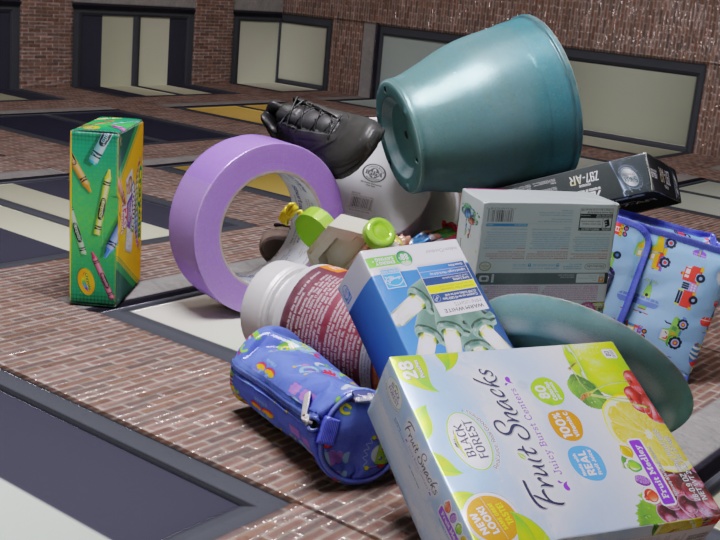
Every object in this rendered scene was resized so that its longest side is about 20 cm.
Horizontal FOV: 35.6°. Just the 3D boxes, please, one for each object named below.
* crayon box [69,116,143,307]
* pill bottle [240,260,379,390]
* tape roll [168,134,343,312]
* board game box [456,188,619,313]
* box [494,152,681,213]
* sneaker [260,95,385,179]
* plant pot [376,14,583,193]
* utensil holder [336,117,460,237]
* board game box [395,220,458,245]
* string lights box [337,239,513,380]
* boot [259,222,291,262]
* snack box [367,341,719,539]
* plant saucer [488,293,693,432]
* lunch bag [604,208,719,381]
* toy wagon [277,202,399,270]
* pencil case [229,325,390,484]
[{"bbox_3d":[-0.295,-0.071,1.304,0.058,0.201,0.119,4,15,1],"label":"crayon box"},{"bbox_3d":[-0.012,0.059,1.077,0.199,0.115,0.114,17,19,36],"label":"pill bottle"},{"bbox_3d":[-0.118,-0.053,1.298,0.199,0.201,0.066,-6,19,-36],"label":"tape roll"},{"bbox_3d":[0.162,0.025,1.096,0.147,0.201,0.064,1,15,-19],"label":"board game box"},{"bbox_3d":[0.255,-0.084,1.299,0.199,0.044,0.160,-12,-7,25],"label":"box"},{"bbox_3d":[-0.052,-0.163,1.329,0.200,0.076,0.091,7,-31,51],"label":"sneaker"},{"bbox_3d":[0.126,-0.175,1.299,0.187,0.201,0.200,-17,21,-14],"label":"plant pot"},{"bbox_3d":[0.035,-0.100,1.473,0.169,0.171,0.200,9,-7,13],"label":"utensil holder"},{"bbox_3d":[0.067,-0.030,1.304,0.157,0.039,0.200,-9,16,29],"label":"board game box"},{"bbox_3d":[0.070,0.075,0.927,0.102,0.059,0.201,-9,59,-31],"label":"string lights box"},{"bbox_3d":[-0.039,-0.015,1.463,0.199,0.071,0.146,19,5,9],"label":"boot"},{"bbox_3d":[0.127,0.136,0.801,0.199,0.068,0.169,-3,44,-24],"label":"snack box"},{"bbox_3d":[0.185,0.092,0.967,0.199,0.200,0.027,14,60,31],"label":"plant saucer"},{"bbox_3d":[0.276,0.013,1.212,0.199,0.151,0.094,16,14,-4],"label":"lunch bag"},{"bbox_3d":[0.000,0.000,1.142,0.200,0.155,0.040,47,55,2],"label":"toy wagon"},{"bbox_3d":[-0.044,0.109,0.944,0.087,0.078,0.200,23,2,-33],"label":"pencil case"}]
